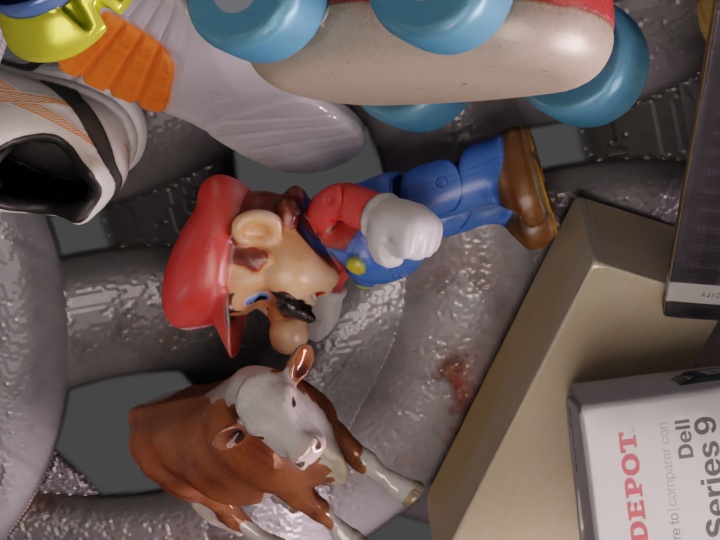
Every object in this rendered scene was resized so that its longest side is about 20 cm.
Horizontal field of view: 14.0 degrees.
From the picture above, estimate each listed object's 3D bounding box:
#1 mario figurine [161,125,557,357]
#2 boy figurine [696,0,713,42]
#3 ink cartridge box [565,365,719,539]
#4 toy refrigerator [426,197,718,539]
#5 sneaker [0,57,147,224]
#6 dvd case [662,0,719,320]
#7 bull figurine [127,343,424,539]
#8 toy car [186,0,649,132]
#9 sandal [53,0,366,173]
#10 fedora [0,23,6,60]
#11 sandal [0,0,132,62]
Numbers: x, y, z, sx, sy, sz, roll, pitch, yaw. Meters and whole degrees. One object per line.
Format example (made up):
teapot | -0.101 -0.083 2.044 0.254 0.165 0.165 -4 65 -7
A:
mario figurine | 0.000 0.000 1.444 0.199 0.106 0.124 -15 131 5
boy figurine | 0.257 -0.093 1.408 0.199 0.065 0.125 24 121 -15
ink cartridge box | 0.206 0.118 1.422 0.199 0.088 0.146 -7 93 1
toy refrigerator | 0.107 0.067 1.504 0.075 0.070 0.201 16 120 -15
sneaker | -0.204 -0.075 1.429 0.199 0.080 0.074 11 122 -2
dvd case | 0.229 -0.060 1.382 0.148 0.016 0.201 4 121 -3
bull figurine | -0.046 0.093 1.479 0.121 0.200 0.065 44 68 -20
toy car | 0.035 -0.179 1.339 0.176 0.184 0.201 0 80 29
sandal | -0.081 -0.112 1.420 0.079 0.060 0.206 -27 138 34
fedora | -0.214 -0.125 1.350 0.090 0.177 0.201 15 82 -24
sandal | -0.100 -0.186 1.285 0.200 0.079 0.087 -49 131 -7
